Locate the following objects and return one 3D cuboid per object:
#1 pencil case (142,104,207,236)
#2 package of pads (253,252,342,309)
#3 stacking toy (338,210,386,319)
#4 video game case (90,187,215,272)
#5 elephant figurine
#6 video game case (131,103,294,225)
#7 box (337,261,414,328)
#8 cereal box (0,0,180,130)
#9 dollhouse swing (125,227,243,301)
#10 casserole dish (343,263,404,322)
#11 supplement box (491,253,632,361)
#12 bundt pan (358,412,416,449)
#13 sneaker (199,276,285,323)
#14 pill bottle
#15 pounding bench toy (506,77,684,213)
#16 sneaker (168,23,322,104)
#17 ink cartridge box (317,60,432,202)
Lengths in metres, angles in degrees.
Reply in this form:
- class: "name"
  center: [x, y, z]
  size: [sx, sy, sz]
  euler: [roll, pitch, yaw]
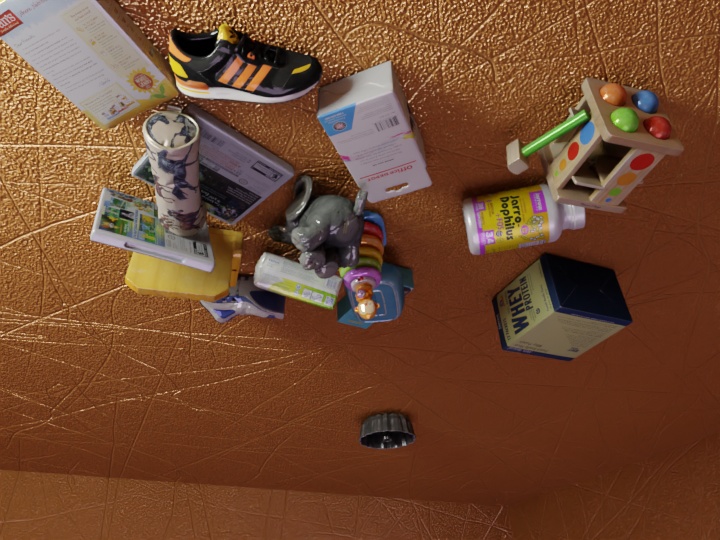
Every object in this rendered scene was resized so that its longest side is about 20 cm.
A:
- class: "pencil case"
  center: [-0.278, -0.147, 0.853]
  size: [0.077, 0.090, 0.200]
  euler: [-4, 145, -15]
- class: "package of pads"
  center: [-0.123, 0.019, 1.065]
  size: [0.154, 0.069, 0.200]
  euler: [18, 175, -8]
- class: "stacking toy"
  center: [0.000, 0.000, 1.022]
  size: [0.115, 0.201, 0.110]
  euler: [-11, 146, 4]
- class: "video game case"
  center: [-0.336, -0.069, 0.920]
  size: [0.181, 0.200, 0.022]
  euler: [17, 109, -27]
- class: "elephant figurine"
  center: [-0.081, -0.092, 0.969]
  size: [0.154, 0.200, 0.142]
  euler: [-23, 131, -11]
- class: "video game case"
  center: [-0.242, -0.164, 0.926]
  size: [0.181, 0.023, 0.199]
  euler: [-31, 137, 34]
- class: "box"
  center: [0.029, 0.058, 1.245]
  size: [0.082, 0.049, 0.200]
  euler: [16, 142, -26]
- class: "cereal box"
  center: [-0.352, -0.285, 0.726]
  size: [0.143, 0.040, 0.200]
  euler: [-16, 143, 18]
- class: "dollhouse swing"
  center: [-0.328, 0.013, 1.038]
  size: [0.199, 0.177, 0.182]
  euler: [7, 146, -15]
- class: "casserole dish"
  center: [0.030, 0.054, 1.163]
  size: [0.120, 0.039, 0.200]
  euler: [-6, 144, 6]
- class: "supplement box"
  center: [0.438, 0.088, 1.243]
  size: [0.199, 0.135, 0.200]
  euler: [12, 143, -20]
- class: "bundt pan"
  center: [0.090, 0.552, 1.946]
  size: [0.200, 0.076, 0.202]
  euler: [-3, 146, -2]
- class: "sneaker"
  center: [-0.263, 0.066, 1.220]
  size: [0.198, 0.081, 0.115]
  euler: [14, 147, -11]
- class: "pill bottle"
  center: [0.286, -0.094, 0.995]
  size: [0.199, 0.105, 0.104]
  euler: [-10, 145, 10]
- class: "pounding bench toy"
  center: [0.336, -0.195, 0.833]
  size: [0.199, 0.125, 0.156]
  euler: [7, 144, -14]
- class: "sneaker"
  center: [-0.150, -0.274, 0.729]
  size: [0.199, 0.070, 0.090]
  euler: [0, 149, 0]
- class: "ink cartridge box"
  center: [0.028, -0.200, 0.852]
  size: [0.114, 0.068, 0.200]
  euler: [-14, 144, 17]
